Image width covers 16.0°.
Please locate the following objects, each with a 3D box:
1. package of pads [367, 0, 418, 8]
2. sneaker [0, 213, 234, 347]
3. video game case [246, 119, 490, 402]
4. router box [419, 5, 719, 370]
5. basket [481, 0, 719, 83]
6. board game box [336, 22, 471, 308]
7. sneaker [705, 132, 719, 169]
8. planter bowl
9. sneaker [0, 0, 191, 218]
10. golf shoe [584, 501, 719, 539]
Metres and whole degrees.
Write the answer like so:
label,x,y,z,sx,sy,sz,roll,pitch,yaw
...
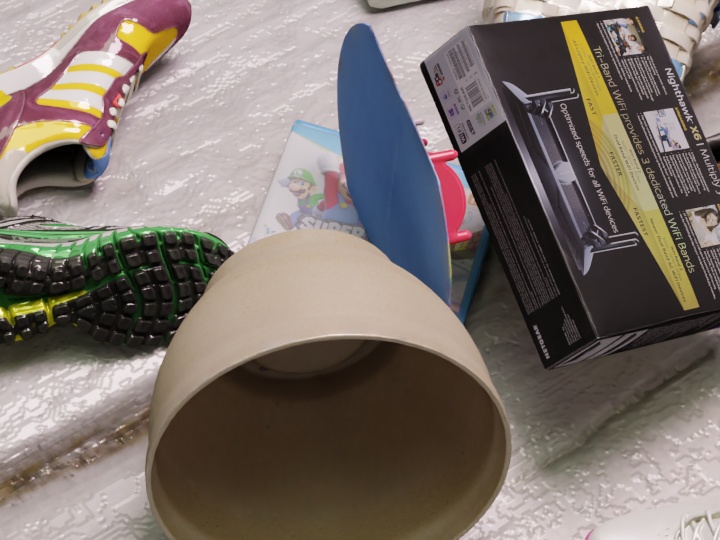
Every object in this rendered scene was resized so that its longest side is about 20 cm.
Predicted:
label,x,y,z,sx,sy,sz,roll,pitch,yaw
package of pads,0.077,-0.271,1.791,0.199,0.068,0.155,-11,53,-14
sneaker,-0.172,-0.006,1.547,0.199,0.078,0.085,0,29,-16
video game case,0.000,0.000,1.583,0.143,0.018,0.200,16,51,4
router box,0.140,-0.053,1.510,0.157,0.052,0.201,-10,73,-40
basket,0.159,-0.204,1.676,0.176,0.139,0.201,19,77,-1
board game box,0.036,-0.053,1.517,0.039,0.158,0.200,-13,55,-15
sneaker,0.268,-0.052,1.611,0.199,0.082,0.078,-5,49,-9
planter bowl,-0.026,0.063,1.429,0.200,0.201,0.135,-4,43,-7
sneaker,-0.173,-0.104,1.638,0.200,0.075,0.090,-36,69,-21
golf shoe,0.224,0.150,1.435,0.199,0.092,0.075,1,52,-1
